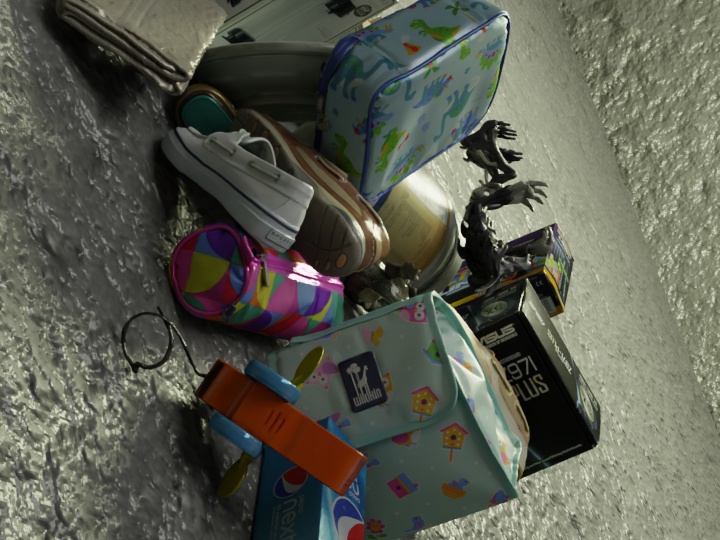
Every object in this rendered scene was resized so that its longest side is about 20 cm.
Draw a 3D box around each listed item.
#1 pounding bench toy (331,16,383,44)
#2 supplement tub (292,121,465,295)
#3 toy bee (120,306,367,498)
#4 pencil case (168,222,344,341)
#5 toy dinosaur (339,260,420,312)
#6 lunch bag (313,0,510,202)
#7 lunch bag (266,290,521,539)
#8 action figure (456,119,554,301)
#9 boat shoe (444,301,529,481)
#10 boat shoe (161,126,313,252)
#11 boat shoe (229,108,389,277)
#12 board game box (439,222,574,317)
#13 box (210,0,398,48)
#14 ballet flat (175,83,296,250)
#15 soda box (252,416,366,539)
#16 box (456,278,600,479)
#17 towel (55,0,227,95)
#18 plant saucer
[{"bbox_3d":[-0.010,-0.195,1.670,0.156,0.124,0.200,42,30,-49],"label":"pounding bench toy"},{"bbox_3d":[0.011,-0.059,1.527,0.200,0.144,0.145,42,29,-48],"label":"supplement tub"},{"bbox_3d":[-0.082,0.100,1.156,0.200,0.131,0.109,55,-6,5],"label":"toy bee"},{"bbox_3d":[-0.084,0.015,1.286,0.200,0.088,0.089,20,47,-65],"label":"pencil case"},{"bbox_3d":[0.000,0.000,1.392,0.200,0.077,0.102,41,-17,5],"label":"toy dinosaur"},{"bbox_3d":[0.044,-0.162,1.366,0.082,0.200,0.161,37,-36,25],"label":"lunch bag"},{"bbox_3d":[0.030,0.126,1.305,0.200,0.170,0.122,62,19,-23],"label":"lunch bag"},{"bbox_3d":[0.150,-0.056,1.537,0.119,0.102,0.201,79,10,-59],"label":"action figure"},{"bbox_3d":[0.103,0.107,1.393,0.200,0.074,0.069,65,34,-21],"label":"boat shoe"},{"bbox_3d":[-0.099,-0.085,1.269,0.073,0.067,0.200,31,7,-47],"label":"boat shoe"},{"bbox_3d":[-0.048,-0.068,1.312,0.072,0.076,0.200,-6,49,-46],"label":"boat shoe"},{"bbox_3d":[0.133,0.030,1.646,0.057,0.200,0.165,62,19,-14],"label":"board game box"},{"bbox_3d":[-0.078,-0.263,1.467,0.117,0.200,0.060,27,40,-57],"label":"box"},{"bbox_3d":[-0.104,-0.095,1.401,0.200,0.068,0.063,59,6,-19],"label":"ballet flat"},{"bbox_3d":[-0.041,0.213,1.175,0.064,0.068,0.200,53,22,-29],"label":"soda box"},{"bbox_3d":[0.116,0.129,1.483,0.164,0.200,0.086,60,20,-14],"label":"box"},{"bbox_3d":[-0.191,-0.228,1.310,0.132,0.035,0.200,35,25,-11],"label":"towel"},{"bbox_3d":[-0.068,-0.176,1.425,0.200,0.199,0.050,10,79,-67],"label":"plant saucer"}]
